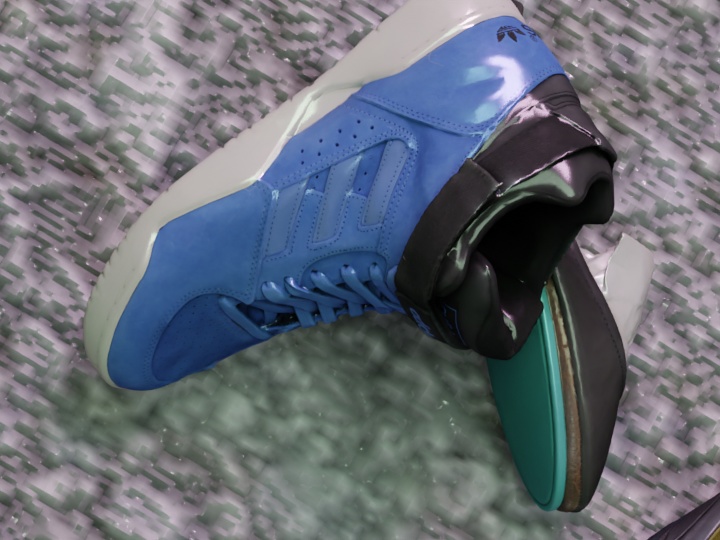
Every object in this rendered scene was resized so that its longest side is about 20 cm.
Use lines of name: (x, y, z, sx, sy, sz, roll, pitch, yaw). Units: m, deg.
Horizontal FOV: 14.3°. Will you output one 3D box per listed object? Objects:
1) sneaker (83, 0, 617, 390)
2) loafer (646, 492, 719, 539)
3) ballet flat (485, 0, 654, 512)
sneaker: (0.000, 0.000, 1.001, 0.200, 0.077, 0.111, -39, 64, 7)
loafer: (0.179, 0.082, 1.053, 0.200, 0.072, 0.073, -41, 88, -13)
ballet flat: (0.068, -0.013, 1.056, 0.068, 0.068, 0.200, -17, 84, -20)
